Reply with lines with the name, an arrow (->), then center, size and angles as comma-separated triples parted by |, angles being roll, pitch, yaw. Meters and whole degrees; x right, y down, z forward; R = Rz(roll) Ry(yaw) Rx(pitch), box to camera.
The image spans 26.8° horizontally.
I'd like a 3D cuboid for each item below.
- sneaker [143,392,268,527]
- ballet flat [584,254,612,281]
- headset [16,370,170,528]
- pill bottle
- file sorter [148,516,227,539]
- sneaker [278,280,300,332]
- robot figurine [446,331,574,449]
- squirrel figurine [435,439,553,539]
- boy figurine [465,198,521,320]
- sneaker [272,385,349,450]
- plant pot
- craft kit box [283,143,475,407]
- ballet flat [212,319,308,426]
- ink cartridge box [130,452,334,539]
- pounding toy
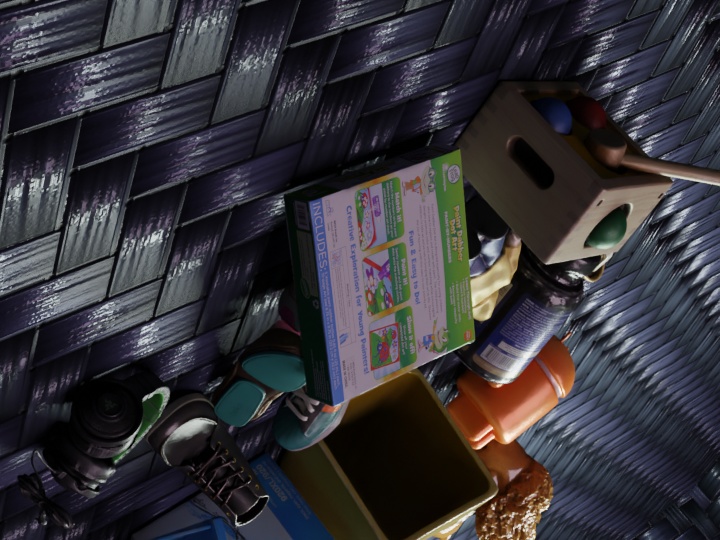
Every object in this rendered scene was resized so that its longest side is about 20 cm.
sneaker -> -0.152, 0.198, 1.568 | 0.075, 0.106, 0.200 | -40, 158, -1
ballet flat -> 0.300, -0.053, 1.896 | 0.068, 0.063, 0.201 | -34, 156, -17
headset -> -0.239, 0.167, 1.388 | 0.124, 0.094, 0.200 | -55, 165, 30
pill bottle -> 0.199, 0.033, 1.827 | 0.111, 0.112, 0.201 | -8, 141, -53
file sorter -> -0.235, 0.361, 1.606 | 0.122, 0.140, 0.199 | -5, 165, -47
sneaker -> 0.000, 0.000, 1.503 | 0.199, 0.081, 0.089 | -27, 147, -38
robot figurine -> 0.212, 0.157, 2.073 | 0.199, 0.117, 0.144 | -38, 118, -7
squirrel figurine -> 0.177, 0.334, 2.228 | 0.187, 0.200, 0.142 | -47, 163, -8
boy figurine -> 0.135, -0.005, 1.718 | 0.124, 0.065, 0.200 | -37, 158, -11
sneaker -> -0.036, 0.113, 1.659 | 0.200, 0.071, 0.080 | -49, 152, 6
plant pot -> 0.010, 0.274, 1.876 | 0.194, 0.195, 0.200 | -21, 159, -40
craft kit box -> 0.023, 0.000, 1.430 | 0.196, 0.048, 0.203 | -19, 112, -36
ballet flat -> -0.089, 0.093, 1.504 | 0.200, 0.067, 0.073 | -47, -165, 55
ink cartridge box -> -0.157, 0.348, 1.785 | 0.199, 0.145, 0.148 | -29, 154, -27
pounding toy -> 0.235, -0.103, 1.519 | 0.183, 0.200, 0.143 | -9, 142, -52
